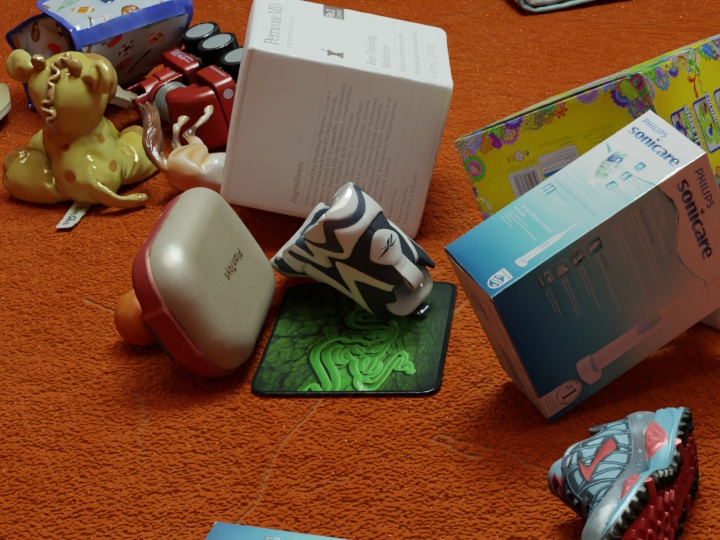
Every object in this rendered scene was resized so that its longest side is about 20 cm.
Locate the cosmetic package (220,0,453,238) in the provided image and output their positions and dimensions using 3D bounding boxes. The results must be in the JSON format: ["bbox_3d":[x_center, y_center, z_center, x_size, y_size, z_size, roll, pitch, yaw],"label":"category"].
[{"bbox_3d":[-0.025,-0.154,1.654,0.198,0.166,0.165,11,26,-6],"label":"cosmetic package"}]

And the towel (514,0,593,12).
[{"bbox_3d":[0.286,-0.403,2.295,0.198,0.049,0.171,-10,23,-9],"label":"towel"}]

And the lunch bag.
[{"bbox_3d":[-0.307,-0.281,2.004,0.169,0.125,0.200,-24,7,-29],"label":"lunch bag"}]

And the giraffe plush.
[{"bbox_3d":[-0.302,-0.159,1.771,0.171,0.163,0.200,-6,25,-2],"label":"giraffe plush"}]

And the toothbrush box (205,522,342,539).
[{"bbox_3d":[-0.019,0.233,0.992,0.198,0.086,0.147,3,26,18],"label":"toothbrush box"}]

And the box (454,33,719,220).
[{"bbox_3d":[0.229,-0.112,1.518,0.199,0.123,0.192,-18,6,38],"label":"box"}]

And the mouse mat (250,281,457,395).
[{"bbox_3d":[-0.002,0.056,1.459,0.159,0.008,0.200,-1,27,9],"label":"mouse mat"}]

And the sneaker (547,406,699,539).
[{"bbox_3d":[0.172,0.160,1.155,0.095,0.080,0.200,-4,16,24],"label":"sneaker"}]

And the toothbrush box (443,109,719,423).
[{"bbox_3d":[0.186,-0.003,1.305,0.199,0.147,0.085,-34,38,-4],"label":"toothbrush box"}]

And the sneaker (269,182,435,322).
[{"bbox_3d":[0.000,0.000,1.493,0.080,0.130,0.199,-50,6,-25],"label":"sneaker"}]

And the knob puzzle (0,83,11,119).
[{"bbox_3d":[-0.502,-0.180,2.005,0.218,0.031,0.220,-4,25,2],"label":"knob puzzle"}]

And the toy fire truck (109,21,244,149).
[{"bbox_3d":[-0.218,-0.200,1.910,0.199,0.129,0.176,-28,33,-17],"label":"toy fire truck"}]

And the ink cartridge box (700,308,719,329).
[{"bbox_3d":[0.306,-0.015,1.472,0.199,0.067,0.115,-24,31,-33],"label":"ink cartridge box"}]

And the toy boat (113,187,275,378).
[{"bbox_3d":[-0.158,0.021,1.460,0.130,0.131,0.200,-28,19,21],"label":"toy boat"}]

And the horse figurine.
[{"bbox_3d":[-0.144,-0.116,1.758,0.198,0.050,0.133,13,46,1],"label":"horse figurine"}]
